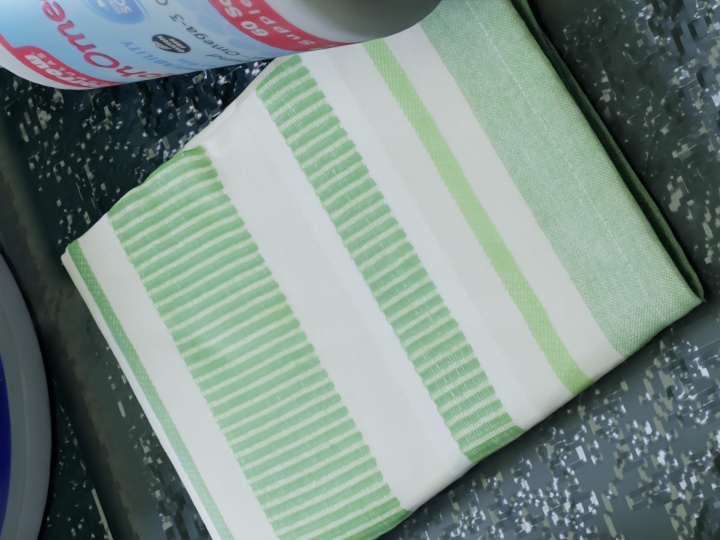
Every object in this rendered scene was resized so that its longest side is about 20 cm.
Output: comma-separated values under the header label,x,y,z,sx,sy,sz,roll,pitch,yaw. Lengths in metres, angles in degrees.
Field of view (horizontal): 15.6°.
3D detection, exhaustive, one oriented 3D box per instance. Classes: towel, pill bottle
label,x,y,z,sx,sy,sz,roll,pitch,yaw
towel,0.000,0.000,0.843,0.200,0.023,0.153,-39,71,30
pill bottle,-0.067,-0.115,0.825,0.199,0.108,0.109,-6,89,45

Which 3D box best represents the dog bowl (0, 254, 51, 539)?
label,x,y,z,sx,sy,sz,roll,pitch,yaw
dog bowl,-0.212,0.058,0.966,0.199,0.079,0.201,2,93,36
